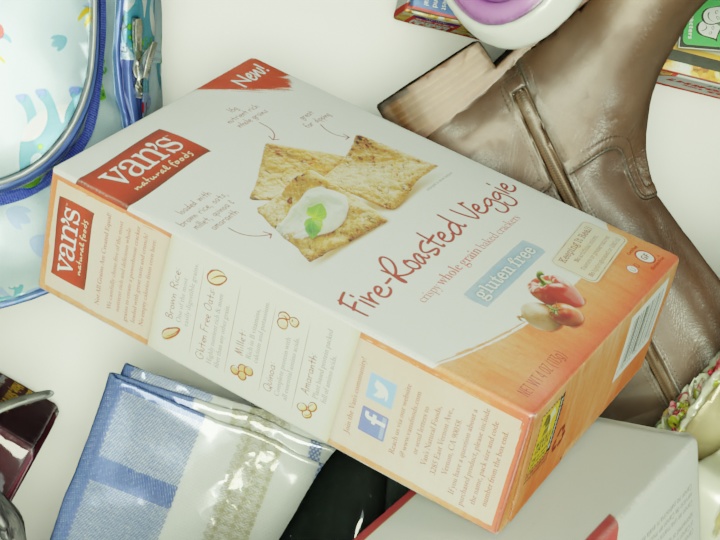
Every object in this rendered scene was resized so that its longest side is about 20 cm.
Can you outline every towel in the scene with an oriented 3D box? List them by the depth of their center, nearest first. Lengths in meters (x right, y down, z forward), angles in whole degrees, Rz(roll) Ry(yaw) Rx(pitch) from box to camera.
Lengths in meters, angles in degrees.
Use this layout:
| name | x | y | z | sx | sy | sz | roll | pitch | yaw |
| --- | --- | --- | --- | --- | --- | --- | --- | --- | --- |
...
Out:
| name | x | y | z | sx | sy | sz | roll | pitch | yaw |
| --- | --- | --- | --- | --- | --- | --- | --- | --- | --- |
| towel | -0.032 | 0.136 | 0.734 | 0.199 | 0.024 | 0.148 | 20 | 94 | -3 |

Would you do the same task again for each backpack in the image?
| name | x | y | z | sx | sy | sz | roll | pitch | yaw |
| --- | --- | --- | --- | --- | --- | --- | --- | --- | --- |
| backpack | -0.170 | -0.082 | 0.710 | 0.182 | 0.147 | 0.201 | -5 | 98 | -2 |

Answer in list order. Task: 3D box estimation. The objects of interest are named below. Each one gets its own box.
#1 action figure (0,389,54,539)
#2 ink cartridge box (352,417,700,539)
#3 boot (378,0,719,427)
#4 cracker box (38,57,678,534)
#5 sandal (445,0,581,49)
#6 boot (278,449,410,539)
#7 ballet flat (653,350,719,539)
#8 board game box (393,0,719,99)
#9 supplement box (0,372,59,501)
| name | x | y | z | sx | sy | sz | roll | pitch | yaw |
| --- | --- | --- | --- | --- | --- | --- | --- | --- | --- |
| action figure | -0.198 | 0.105 | 0.632 | 0.200 | 0.102 | 0.119 | -44 | 97 | 7 |
| ink cartridge box | 0.062 | 0.172 | 0.653 | 0.083 | 0.147 | 0.201 | 9 | 116 | 33 |
| boot | 0.131 | -0.027 | 0.734 | 0.186 | 0.064 | 0.201 | -30 | 96 | 14 |
| cracker box | 0.000 | 0.000 | 0.662 | 0.199 | 0.134 | 0.058 | 26 | 125 | 19 |
| sandal | 0.029 | -0.172 | 0.714 | 0.082 | 0.050 | 0.203 | -44 | 52 | 12 |
| boot | -0.071 | 0.142 | 0.685 | 0.162 | 0.073 | 0.199 | 13 | 101 | -6 |
| ballet flat | 0.148 | 0.062 | 0.685 | 0.075 | 0.064 | 0.201 | 30 | 103 | 21 |
| board game box | 0.129 | -0.162 | 0.784 | 0.199 | 0.046 | 0.152 | 13 | 92 | -6 |
| supplement box | -0.234 | 0.051 | 0.729 | 0.199 | 0.110 | 0.086 | 31 | 91 | -7 |
